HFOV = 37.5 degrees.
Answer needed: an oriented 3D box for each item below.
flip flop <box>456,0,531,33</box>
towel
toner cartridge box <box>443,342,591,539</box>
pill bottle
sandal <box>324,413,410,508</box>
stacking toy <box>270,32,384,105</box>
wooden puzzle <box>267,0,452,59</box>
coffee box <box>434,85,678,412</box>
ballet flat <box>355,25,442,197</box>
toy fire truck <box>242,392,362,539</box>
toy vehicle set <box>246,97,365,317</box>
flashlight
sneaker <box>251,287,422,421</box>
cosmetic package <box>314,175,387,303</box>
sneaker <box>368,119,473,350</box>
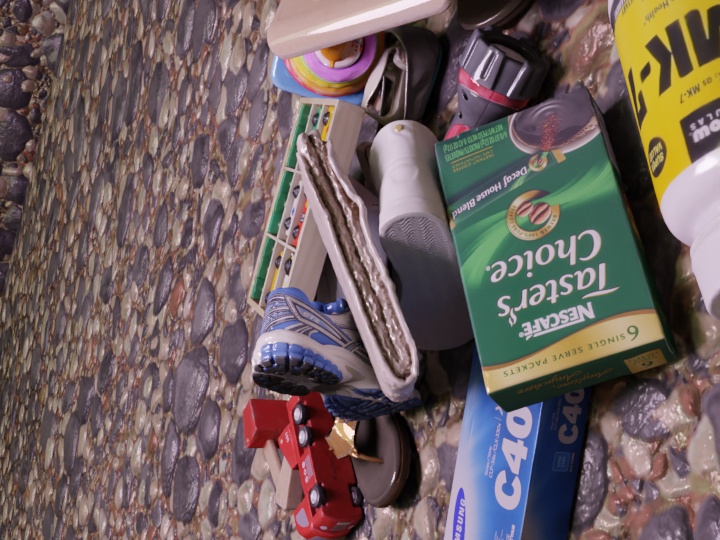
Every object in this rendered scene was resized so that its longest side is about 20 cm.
[{"bbox_3d":[0.127,-0.274,0.831,0.200,0.057,0.082,-50,41,45],"label":"flip flop"},{"bbox_3d":[0.000,0.000,0.801,0.133,0.034,0.201,82,167,-77],"label":"towel"},{"bbox_3d":[0.112,0.137,0.766,0.095,0.043,0.202,12,94,64],"label":"toner cartridge box"},{"bbox_3d":[0.207,-0.081,0.566,0.114,0.113,0.202,-44,46,50],"label":"pill bottle"},{"bbox_3d":[-0.007,0.135,0.984,0.082,0.054,0.201,-61,34,35],"label":"sandal"},{"bbox_3d":[-0.023,-0.213,0.984,0.200,0.109,0.117,-110,32,-79],"label":"stacking toy"},{"bbox_3d":[0.026,-0.265,0.869,0.184,0.046,0.201,-8,55,38],"label":"wooden puzzle"},{"bbox_3d":[0.126,-0.017,0.715,0.122,0.044,0.202,-18,60,19],"label":"coffee box"},{"bbox_3d":[0.026,-0.127,0.982,0.067,0.063,0.202,21,102,62],"label":"ballet flat"},{"bbox_3d":[-0.063,0.196,1.084,0.141,0.048,0.201,-56,38,41],"label":"toy fire truck"},{"bbox_3d":[-0.052,-0.053,0.947,0.124,0.026,0.202,-155,80,-70],"label":"toy vehicle set"},{"bbox_3d":[0.082,-0.095,0.863,0.068,0.067,0.201,52,129,39],"label":"flashlight"},{"bbox_3d":[-0.011,0.067,0.878,0.077,0.200,0.086,-17,61,28],"label":"sneaker"},{"bbox_3d":[-0.026,-0.010,1.008,0.200,0.051,0.152,-134,47,-67],"label":"cosmetic package"},{"bbox_3d":[0.053,-0.029,0.836,0.201,0.073,0.116,74,-171,-54],"label":"sneaker"}]
